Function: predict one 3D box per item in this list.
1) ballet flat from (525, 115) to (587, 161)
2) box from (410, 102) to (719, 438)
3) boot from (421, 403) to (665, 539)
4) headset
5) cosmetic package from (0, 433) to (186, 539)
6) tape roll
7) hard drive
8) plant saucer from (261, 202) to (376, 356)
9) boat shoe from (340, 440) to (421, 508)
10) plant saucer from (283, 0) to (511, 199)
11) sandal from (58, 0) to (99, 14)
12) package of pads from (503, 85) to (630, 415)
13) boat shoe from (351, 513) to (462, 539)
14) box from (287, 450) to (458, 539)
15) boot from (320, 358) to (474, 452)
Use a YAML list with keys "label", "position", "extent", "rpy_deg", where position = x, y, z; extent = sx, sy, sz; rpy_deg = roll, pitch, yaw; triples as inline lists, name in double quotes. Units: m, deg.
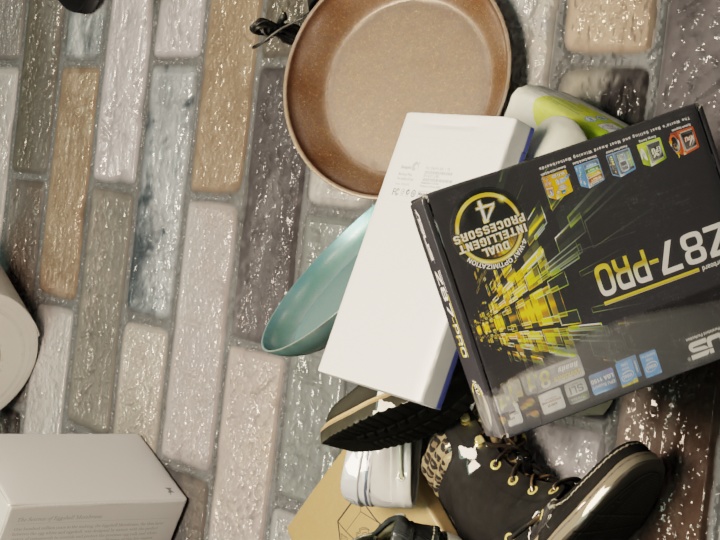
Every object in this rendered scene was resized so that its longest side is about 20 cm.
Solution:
- label: "ballet flat"
  position: [0.131, -0.009, 1.067]
  extent: [0.069, 0.069, 0.203]
  rpy_deg: [-14, 77, 49]
- label: "box"
  position: [0.149, 0.000, 1.019]
  extent: [0.049, 0.198, 0.163]
  rpy_deg: [168, 85, -79]
- label: "boot"
  position: [0.125, 0.153, 1.158]
  extent: [0.201, 0.073, 0.151]
  rpy_deg: [-58, 46, 36]
- label: "headset"
  position: [-0.014, -0.194, 1.381]
  extent: [0.199, 0.094, 0.125]
  rpy_deg: [18, 96, 35]
- label: "cosmetic package"
  position: [-0.308, 0.274, 1.570]
  extent: [0.123, 0.198, 0.202]
  rpy_deg: [45, 119, 43]
- label: "tape roll"
  position: [-0.485, 0.067, 1.809]
  extent: [0.139, 0.201, 0.204]
  rpy_deg: [49, 122, 42]
- label: "hard drive"
  position: [0.044, -0.012, 1.117]
  extent: [0.131, 0.025, 0.202]
  rpy_deg: [11, 80, 56]
- label: "plant saucer"
  position: [0.000, 0.000, 1.275]
  extent: [0.200, 0.027, 0.200]
  rpy_deg: [-43, 14, 13]
- label: "boat shoe"
  position: [0.037, 0.094, 1.281]
  extent: [0.066, 0.073, 0.203]
  rpy_deg: [8, 85, 18]
- label: "plant saucer"
  position: [0.033, -0.152, 1.278]
  extent: [0.198, 0.037, 0.203]
  rpy_deg: [-5, 77, 23]
- label: "sandal"
  position: [-0.346, -0.345, 1.806]
  extent: [0.200, 0.043, 0.077]
  rpy_deg: [33, 111, 47]
- label: "package of pads"
  position: [0.145, -0.018, 1.152]
  extent: [0.154, 0.068, 0.202]
  rpy_deg: [37, 114, 45]
- label: "boat shoe"
  position: [0.010, 0.231, 1.224]
  extent: [0.200, 0.060, 0.076]
  rpy_deg: [-44, 22, 53]
- label: "box"
  position: [0.019, 0.242, 1.312]
  extent: [0.164, 0.021, 0.201]
  rpy_deg: [-56, 47, 31]
- label: "boot"
  position: [0.041, 0.039, 1.171]
  extent: [0.199, 0.077, 0.140]
  rpy_deg: [-31, 59, 31]
